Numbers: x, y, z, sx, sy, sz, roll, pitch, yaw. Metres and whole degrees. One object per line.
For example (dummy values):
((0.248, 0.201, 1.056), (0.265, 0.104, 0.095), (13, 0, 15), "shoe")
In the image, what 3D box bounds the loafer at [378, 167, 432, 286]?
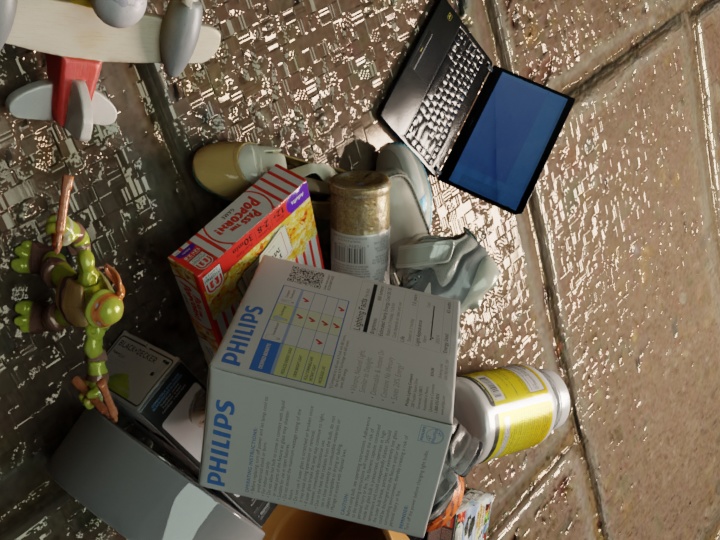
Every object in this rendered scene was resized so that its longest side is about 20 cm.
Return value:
((0.058, -0.013, 1.021), (0.069, 0.070, 0.204), (-22, 108, -18), "loafer")

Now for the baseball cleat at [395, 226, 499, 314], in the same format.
((0.050, 0.036, 0.964), (0.199, 0.070, 0.107), (-41, 100, -11), "baseball cleat")

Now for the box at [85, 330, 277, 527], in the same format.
((-0.163, 0.155, 0.904), (0.060, 0.115, 0.201), (-50, 129, -20), "box")

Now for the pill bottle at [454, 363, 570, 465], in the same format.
((0.189, 0.187, 1.239), (0.197, 0.111, 0.115), (-4, 101, -42), "pill bottle")

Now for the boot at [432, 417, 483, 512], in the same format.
((0.030, 0.206, 0.960), (0.199, 0.070, 0.133), (-39, 94, -13), "boot")

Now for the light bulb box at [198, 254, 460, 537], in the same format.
((-0.021, 0.103, 0.820), (0.199, 0.195, 0.127), (-74, 176, -62), "light bulb box")

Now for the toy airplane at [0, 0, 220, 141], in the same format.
((-0.223, -0.207, 0.762), (0.201, 0.140, 0.201), (-51, 128, -24), "toy airplane")

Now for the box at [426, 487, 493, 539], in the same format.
((0.123, 0.405, 1.241), (0.136, 0.039, 0.205), (4, 95, -62), "box")

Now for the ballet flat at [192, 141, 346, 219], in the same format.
((-0.081, -0.102, 0.963), (0.197, 0.062, 0.070), (8, 65, -46), "ballet flat")

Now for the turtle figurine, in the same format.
((-0.238, 0.014, 0.775), (0.064, 0.159, 0.205), (-22, 112, -37), "turtle figurine")

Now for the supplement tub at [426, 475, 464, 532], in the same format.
((0.038, 0.217, 1.097), (0.124, 0.121, 0.201), (-55, 129, -20), "supplement tub")

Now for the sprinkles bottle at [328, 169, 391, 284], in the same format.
((0.000, 0.000, 0.987), (0.067, 0.068, 0.205), (-19, 119, -39), "sprinkles bottle")

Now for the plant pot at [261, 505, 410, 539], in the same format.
((-0.018, 0.344, 1.037), (0.140, 0.197, 0.204), (30, 77, -59), "plant pot")

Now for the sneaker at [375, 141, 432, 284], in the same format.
((0.030, -0.046, 1.075), (0.079, 0.076, 0.205), (0, 95, -37), "sneaker")

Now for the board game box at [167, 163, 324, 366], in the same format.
((-0.102, 0.019, 0.938), (0.151, 0.046, 0.202), (-45, 145, -28), "board game box")

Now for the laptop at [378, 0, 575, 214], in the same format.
((0.146, -0.200, 1.134), (0.200, 0.102, 0.180), (41, 70, -39), "laptop")

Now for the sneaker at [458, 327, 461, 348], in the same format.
((0.082, 0.106, 1.138), (0.075, 0.091, 0.205), (-15, 109, -40), "sneaker")

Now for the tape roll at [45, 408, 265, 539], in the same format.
((-0.182, 0.206, 0.835), (0.067, 0.198, 0.200), (-55, 129, -15), "tape roll")

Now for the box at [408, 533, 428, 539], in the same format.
((0.018, 0.419, 1.176), (0.141, 0.036, 0.205), (17, 87, -45), "box")
